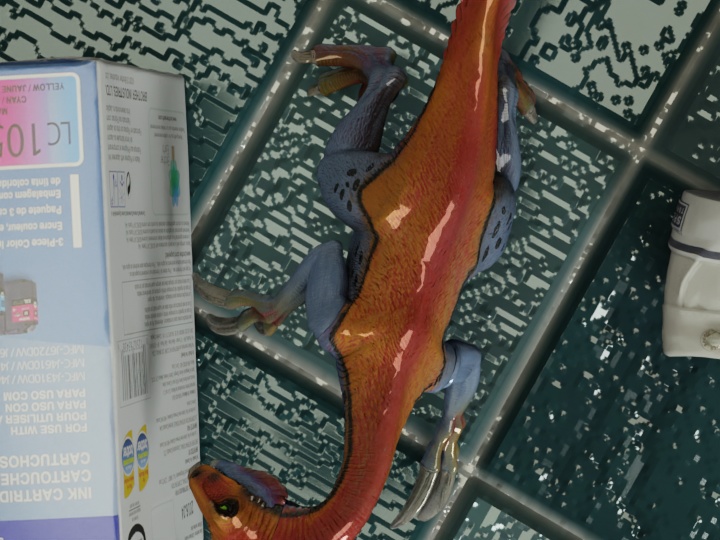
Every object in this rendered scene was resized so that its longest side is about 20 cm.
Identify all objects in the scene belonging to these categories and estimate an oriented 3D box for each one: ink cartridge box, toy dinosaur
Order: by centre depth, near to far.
[{"bbox_3d":[0.000,0.000,0.972,0.104,0.201,0.182,14,49,-4],"label":"toy dinosaur"},{"bbox_3d":[-0.101,0.034,0.993,0.076,0.136,0.201,-4,91,9],"label":"ink cartridge box"}]

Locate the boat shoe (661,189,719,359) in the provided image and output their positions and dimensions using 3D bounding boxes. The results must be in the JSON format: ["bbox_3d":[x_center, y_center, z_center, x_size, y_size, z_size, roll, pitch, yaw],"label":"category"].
[{"bbox_3d":[0.196,0.022,0.992,0.199,0.072,0.066,11,97,7],"label":"boat shoe"}]
